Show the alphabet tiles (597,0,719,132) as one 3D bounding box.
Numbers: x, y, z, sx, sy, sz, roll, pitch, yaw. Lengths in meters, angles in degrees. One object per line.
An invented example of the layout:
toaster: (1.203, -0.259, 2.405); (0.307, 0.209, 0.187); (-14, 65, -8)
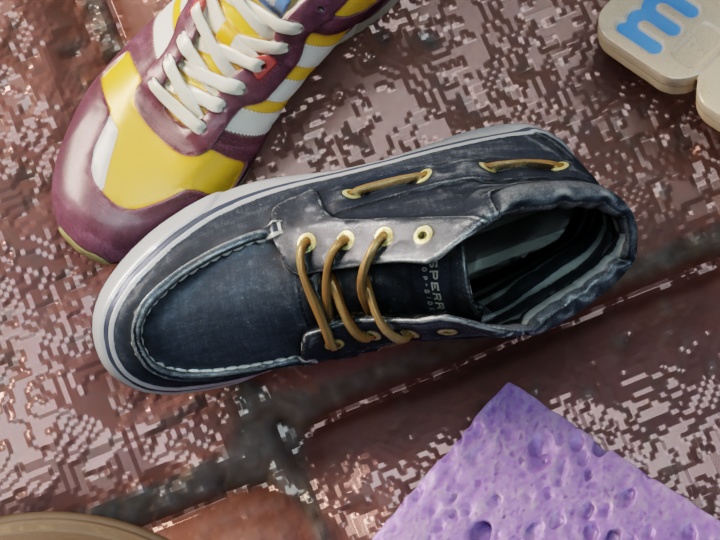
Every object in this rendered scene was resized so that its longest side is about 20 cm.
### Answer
alphabet tiles: (0.190, -0.130, 0.900); (0.195, 0.015, 0.200); (37, 68, 23)

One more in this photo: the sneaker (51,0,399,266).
sneaker: (-0.048, -0.091, 0.867); (0.075, 0.090, 0.200); (37, 76, 7)

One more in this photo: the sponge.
sponge: (0.095, 0.134, 0.808); (0.199, 0.030, 0.112); (34, 74, 29)

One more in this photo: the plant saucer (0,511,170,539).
plant saucer: (-0.115, 0.185, 0.823); (0.198, 0.029, 0.202); (1, 74, -3)

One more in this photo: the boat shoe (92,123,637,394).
boat shoe: (0.000, 0.000, 0.835); (0.199, 0.091, 0.071); (-21, 110, -9)
